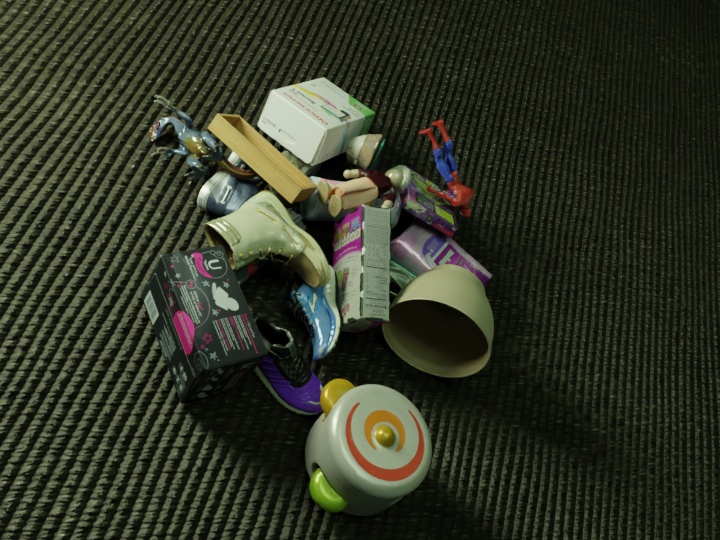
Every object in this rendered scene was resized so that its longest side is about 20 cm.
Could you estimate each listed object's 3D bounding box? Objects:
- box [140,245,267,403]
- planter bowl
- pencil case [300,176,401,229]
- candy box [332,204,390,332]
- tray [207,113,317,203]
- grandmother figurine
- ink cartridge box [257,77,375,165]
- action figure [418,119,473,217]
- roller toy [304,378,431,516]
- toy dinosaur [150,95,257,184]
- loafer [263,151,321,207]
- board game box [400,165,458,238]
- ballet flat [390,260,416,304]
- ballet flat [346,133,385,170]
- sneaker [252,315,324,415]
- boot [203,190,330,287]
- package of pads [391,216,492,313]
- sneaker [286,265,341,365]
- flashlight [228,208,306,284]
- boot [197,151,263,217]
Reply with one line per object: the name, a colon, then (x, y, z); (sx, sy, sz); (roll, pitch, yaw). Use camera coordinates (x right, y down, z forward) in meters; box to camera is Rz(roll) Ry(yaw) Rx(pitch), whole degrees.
box: (-0.250, 0.084, 1.283); (0.114, 0.132, 0.201); (-10, 65, -36)
planter bowl: (0.153, 0.075, 1.458); (0.199, 0.200, 0.135); (32, 50, -6)
pencil case: (-0.019, -0.128, 1.578); (0.198, 0.091, 0.084); (5, 80, -24)
candy box: (0.000, 0.000, 1.434); (0.060, 0.136, 0.203); (8, 76, -23)
tray: (-0.173, -0.200, 1.446); (0.200, 0.037, 0.099); (43, 16, 4)
grandmother figurine: (0.020, -0.154, 1.515); (0.199, 0.061, 0.122); (-23, 69, -37)
ink cartridge box: (-0.085, -0.299, 1.607); (0.144, 0.084, 0.200); (37, 33, 13)
action figure: (0.164, -0.196, 1.640); (0.065, 0.099, 0.202); (-35, 108, -29)
roller toy: (0.015, 0.281, 1.289); (0.181, 0.140, 0.202); (13, 55, -21)
toy dinosaur: (-0.309, -0.223, 1.472); (0.199, 0.105, 0.182); (28, 15, -36)
loafer: (-0.141, -0.183, 1.563); (0.069, 0.075, 0.200); (35, 40, 4)
board game box: (0.135, -0.142, 1.644); (0.120, 0.032, 0.200); (35, 21, -14)
ballet flat: (0.035, -0.006, 1.543); (0.200, 0.067, 0.064); (40, 79, 4)
ballet flat: (0.003, -0.228, 1.599); (0.067, 0.200, 0.069); (25, 79, -1)
sneaker: (-0.122, 0.151, 1.325); (0.200, 0.100, 0.070); (43, 50, 0)
boot: (-0.156, -0.028, 1.368); (0.200, 0.072, 0.154); (50, 46, 5)
package of pads: (0.150, -0.008, 1.595); (0.200, 0.076, 0.120); (43, 52, 3)
sneaker: (-0.087, 0.077, 1.421); (0.088, 0.079, 0.202); (4, 49, -17)
flashlight: (-0.179, -0.045, 1.449); (0.068, 0.068, 0.200); (41, 51, 6)
boot: (-0.210, -0.167, 1.500); (0.090, 0.073, 0.201); (25, 58, 12)
